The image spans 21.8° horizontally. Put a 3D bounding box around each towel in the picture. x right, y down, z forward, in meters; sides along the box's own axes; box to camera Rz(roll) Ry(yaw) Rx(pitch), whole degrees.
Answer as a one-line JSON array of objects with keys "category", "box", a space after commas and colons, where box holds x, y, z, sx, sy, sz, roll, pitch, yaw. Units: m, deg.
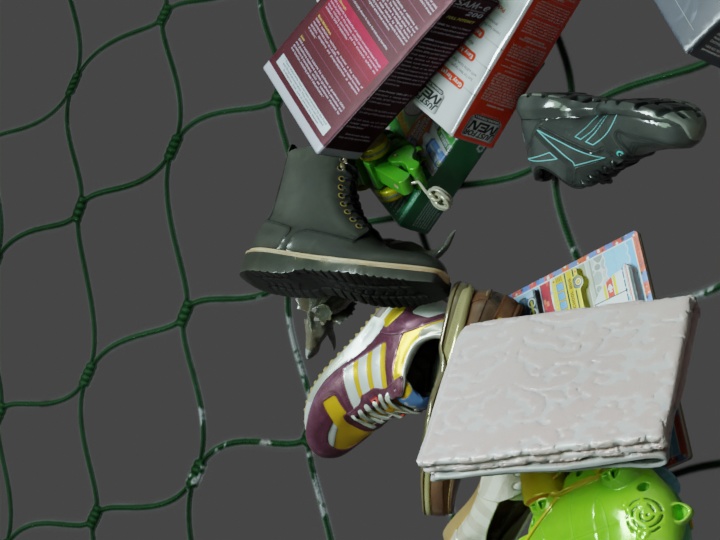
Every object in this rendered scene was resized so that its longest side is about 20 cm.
[{"category": "towel", "box": [0.156, 0.091, 1.448, 0.199, 0.032, 0.191, -7, 32, 22]}]

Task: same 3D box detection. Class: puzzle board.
[{"category": "puzzle board", "box": [0.191, 0.085, 1.544, 0.150, 0.017, 0.201, -30, 59, 39]}]

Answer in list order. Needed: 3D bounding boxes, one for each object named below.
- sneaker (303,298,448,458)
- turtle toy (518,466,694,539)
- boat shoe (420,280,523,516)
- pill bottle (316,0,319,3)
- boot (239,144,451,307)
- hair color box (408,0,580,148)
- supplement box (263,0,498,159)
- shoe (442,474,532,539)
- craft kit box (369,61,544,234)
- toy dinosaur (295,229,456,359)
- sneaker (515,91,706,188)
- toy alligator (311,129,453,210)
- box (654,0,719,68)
[{"category": "sneaker", "box": [0.021, 0.107, 1.678, 0.200, 0.075, 0.090, -57, 41, 22]}, {"category": "turtle toy", "box": [0.184, 0.218, 1.452, 0.200, 0.101, 0.146, -29, 58, 40]}, {"category": "boat shoe", "box": [0.092, 0.112, 1.581, 0.067, 0.072, 0.201, 11, 86, 6]}, {"category": "pill bottle", "box": [0.045, -0.309, 1.680, 0.199, 0.114, 0.115, -20, 61, 7]}, {"category": "boot", "box": [-0.003, -0.047, 1.635, 0.199, 0.077, 0.139, 7, 68, 26]}, {"category": "hair color box", "box": [0.117, -0.219, 1.610, 0.102, 0.061, 0.200, 45, 111, 37]}, {"category": "supplement box", "box": [0.015, -0.203, 1.612, 0.200, 0.061, 0.109, -46, 61, 28]}, {"category": "shoe", "box": [0.127, 0.181, 1.531, 0.054, 0.070, 0.200, 63, 145, 35]}, {"category": "craft kit box", "box": [0.056, -0.172, 1.740, 0.200, 0.048, 0.198, -56, 43, 20]}, {"category": "toy dinosaur", "box": [0.000, 0.000, 1.722, 0.200, 0.102, 0.077, -39, 84, 17]}, {"category": "sneaker", "box": [0.209, -0.107, 1.548, 0.200, 0.075, 0.080, 10, 101, 54]}, {"category": "toy alligator", "box": [0.032, -0.098, 1.679, 0.054, 0.059, 0.200, -40, 37, -22]}, {"category": "box", "box": [0.303, -0.286, 1.456, 0.182, 0.104, 0.201, -45, 51, 28]}]
